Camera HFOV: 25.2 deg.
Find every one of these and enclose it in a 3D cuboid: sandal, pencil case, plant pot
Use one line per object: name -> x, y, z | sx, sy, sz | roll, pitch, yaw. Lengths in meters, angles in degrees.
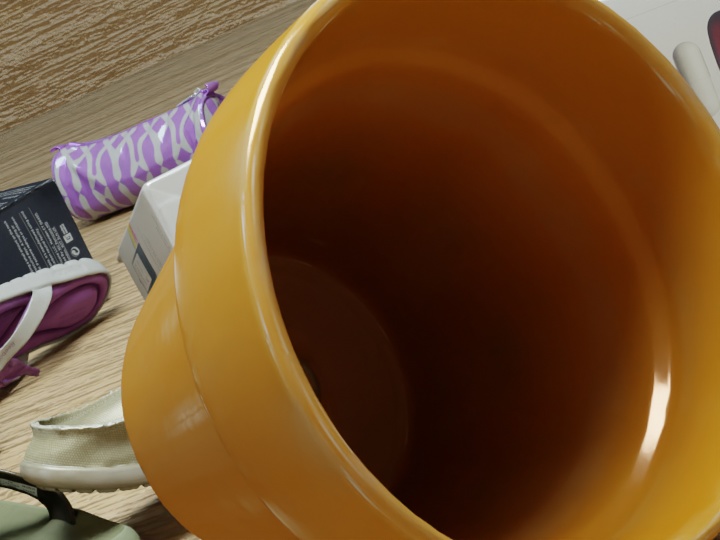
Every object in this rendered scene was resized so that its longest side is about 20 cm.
sandal -> -0.167, 0.118, 0.734 | 0.200, 0.058, 0.080 | -9, 21, 48
pencil case -> -0.208, -0.114, 1.581 | 0.198, 0.086, 0.084 | -20, 13, 22
plant pot -> 0.008, 0.023, 0.552 | 0.200, 0.201, 0.183 | -35, 3, -37
sandal -> -0.235, 0.048, 1.105 | 0.050, 0.083, 0.202 | 32, 41, 19

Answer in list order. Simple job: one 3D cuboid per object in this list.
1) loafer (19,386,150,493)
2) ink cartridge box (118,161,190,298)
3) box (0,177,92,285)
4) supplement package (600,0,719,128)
loafer -> -0.070, 0.047, 0.747 | 0.199, 0.069, 0.075 | -20, 8, -32
ink cartridge box -> -0.079, -0.024, 0.983 | 0.116, 0.068, 0.200 | -29, -4, -17
box -> -0.332, 0.023, 1.253 | 0.182, 0.105, 0.199 | -34, 16, -36
supplement package -> 0.145, -0.119, 0.953 | 0.198, 0.112, 0.156 | -20, 15, 21
